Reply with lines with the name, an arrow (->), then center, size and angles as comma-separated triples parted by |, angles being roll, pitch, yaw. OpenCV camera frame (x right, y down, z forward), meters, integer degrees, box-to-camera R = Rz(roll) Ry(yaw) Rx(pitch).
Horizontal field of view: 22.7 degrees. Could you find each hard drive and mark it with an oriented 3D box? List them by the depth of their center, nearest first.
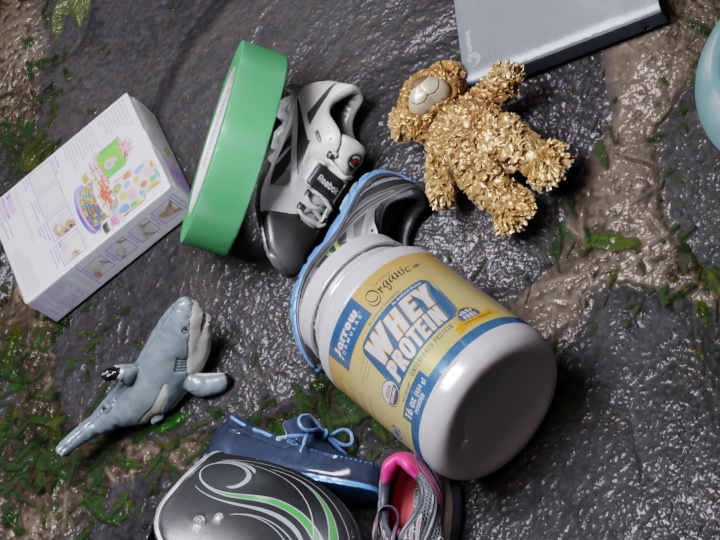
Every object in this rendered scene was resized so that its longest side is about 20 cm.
hard drive -> 0.183, -0.259, 1.677 | 0.198, 0.033, 0.141 | -19, 59, 24

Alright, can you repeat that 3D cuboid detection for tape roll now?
tape roll -> -0.121, -0.116, 1.710 | 0.200, 0.048, 0.203 | -163, 90, -80

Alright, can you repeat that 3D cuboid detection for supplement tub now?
supplement tub -> 0.054, 0.069, 1.529 | 0.200, 0.144, 0.145 | 37, 89, 38

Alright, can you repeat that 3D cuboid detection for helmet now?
helmet -> -0.083, 0.263, 1.495 | 0.190, 0.200, 0.201 | 31, 85, 12

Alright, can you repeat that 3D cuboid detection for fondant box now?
fondant box -> -0.279, -0.065, 1.859 | 0.199, 0.058, 0.145 | -38, 53, 12

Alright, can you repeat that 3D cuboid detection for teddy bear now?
teddy bear -> 0.103, -0.119, 1.621 | 0.145, 0.066, 0.201 | -41, 62, 26

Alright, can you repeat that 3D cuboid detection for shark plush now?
shark plush -> -0.219, 0.101, 1.725 | 0.199, 0.083, 0.092 | -31, 55, 16

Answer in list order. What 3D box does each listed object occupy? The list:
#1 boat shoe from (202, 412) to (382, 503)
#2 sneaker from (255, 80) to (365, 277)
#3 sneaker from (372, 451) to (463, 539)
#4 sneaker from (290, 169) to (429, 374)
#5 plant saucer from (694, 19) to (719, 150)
boat shoe -> -0.060, 0.159, 1.600 | 0.198, 0.084, 0.069 | 8, 68, 32
sneaker -> -0.042, -0.093, 1.704 | 0.088, 0.074, 0.202 | -6, 66, 32
sneaker -> 0.039, 0.251, 1.497 | 0.080, 0.075, 0.202 | -15, 61, 26
sneaker -> 0.000, 0.000, 1.644 | 0.082, 0.071, 0.201 | 15, 74, 42
plant saucer -> 0.372, -0.179, 1.519 | 0.198, 0.036, 0.202 | -13, 61, 26
